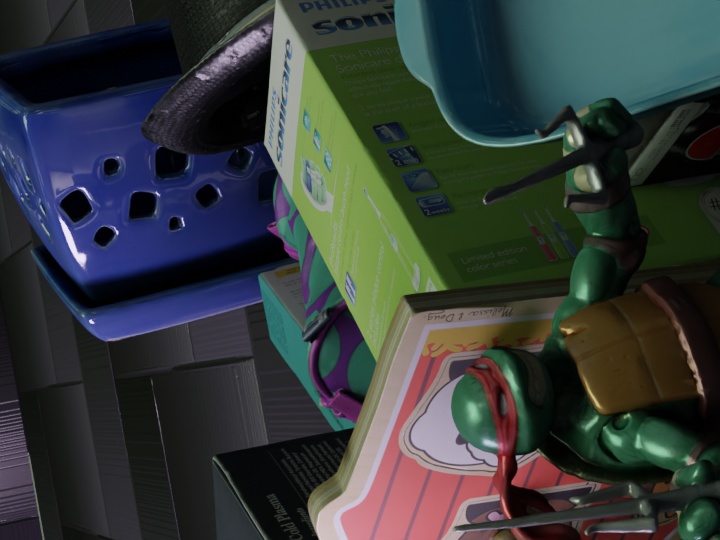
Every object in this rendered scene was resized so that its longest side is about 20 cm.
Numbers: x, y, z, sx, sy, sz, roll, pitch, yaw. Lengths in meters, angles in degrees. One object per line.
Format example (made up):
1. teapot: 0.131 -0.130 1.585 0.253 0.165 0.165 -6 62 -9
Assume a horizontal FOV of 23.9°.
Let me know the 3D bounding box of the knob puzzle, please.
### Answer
1. knob puzzle: 0.075 0.085 0.638 0.030 0.219 0.220 -120 28 -42

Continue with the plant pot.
1. plant pot: -0.147 -0.067 1.196 0.200 0.200 0.180 -144 42 -62

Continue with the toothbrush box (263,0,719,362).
1. toothbrush box: 0.061 -0.034 0.701 0.086 0.145 0.200 99 152 -43

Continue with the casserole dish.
1. casserole dish: 0.104 -0.110 0.574 0.200 0.039 0.121 -18 71 32

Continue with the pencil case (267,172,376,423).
1. pencil case: 0.000 0.000 0.916 0.085 0.092 0.200 42 -164 -25

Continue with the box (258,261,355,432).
1. box: 0.015 0.053 0.957 0.200 0.082 0.049 -130 27 -55

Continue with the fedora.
1. fedora: -0.033 -0.138 0.825 0.092 0.200 0.201 63 157 8

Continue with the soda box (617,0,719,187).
1. soda box: 0.103 -0.136 0.657 0.071 0.063 0.200 117 138 -59

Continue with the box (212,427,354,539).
1. box: 0.031 0.180 0.828 0.104 0.182 0.201 -138 43 -59

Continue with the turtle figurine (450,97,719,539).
1. turtle figurine: 0.100 0.020 0.531 0.101 0.200 0.150 108 144 -62
